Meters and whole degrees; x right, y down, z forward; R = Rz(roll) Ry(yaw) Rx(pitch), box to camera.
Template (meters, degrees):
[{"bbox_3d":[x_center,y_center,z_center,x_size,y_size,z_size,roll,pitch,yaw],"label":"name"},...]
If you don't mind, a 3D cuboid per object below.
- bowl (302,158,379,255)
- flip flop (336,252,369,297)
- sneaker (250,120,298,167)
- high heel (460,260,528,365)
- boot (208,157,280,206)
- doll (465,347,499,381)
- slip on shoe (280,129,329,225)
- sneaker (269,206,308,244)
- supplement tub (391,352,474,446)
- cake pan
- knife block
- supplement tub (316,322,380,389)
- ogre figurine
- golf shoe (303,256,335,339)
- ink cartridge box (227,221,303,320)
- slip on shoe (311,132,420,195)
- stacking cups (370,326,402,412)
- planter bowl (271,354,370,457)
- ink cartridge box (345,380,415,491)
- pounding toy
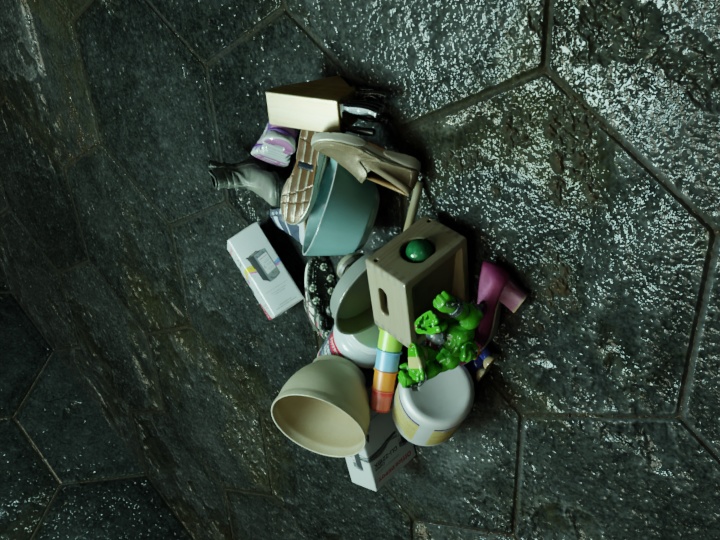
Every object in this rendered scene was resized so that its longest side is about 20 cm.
[{"bbox_3d":[-0.031,-0.110,1.538,0.103,0.204,0.202,18,143,-12],"label":"bowl"},{"bbox_3d":[0.000,0.000,1.582,0.057,0.199,0.082,40,96,26],"label":"flip flop"},{"bbox_3d":[-0.166,-0.272,1.658,0.079,0.090,0.200,17,169,-16],"label":"sneaker"},{"bbox_3d":[0.207,0.077,1.448,0.096,0.067,0.201,40,117,9],"label":"high heel"},{"bbox_3d":[-0.245,-0.181,1.706,0.200,0.128,0.069,-131,39,-55],"label":"boot"},{"bbox_3d":[0.172,0.113,1.548,0.199,0.048,0.138,41,137,17],"label":"doll"},{"bbox_3d":[-0.100,-0.186,1.586,0.075,0.060,0.204,20,106,27],"label":"slip on shoe"},{"bbox_3d":[-0.135,-0.146,1.706,0.108,0.070,0.203,31,138,29],"label":"sneaker"},{"bbox_3d":[0.135,0.256,1.583,0.146,0.145,0.201,46,160,15],"label":"supplement tub"},{"bbox_3d":[0.020,0.034,1.548,0.037,0.198,0.202,44,142,29],"label":"cake pan"},{"bbox_3d":[-0.054,-0.280,1.440,0.176,0.196,0.065,-122,23,-55],"label":"knife block"},{"bbox_3d":[-0.004,0.161,1.710,0.141,0.139,0.201,47,142,14],"label":"supplement tub"},{"bbox_3d":[0.144,0.116,1.400,0.098,0.118,0.204,31,119,50],"label":"ogre figurine"},{"bbox_3d":[-0.100,0.056,1.806,0.087,0.076,0.203,25,132,46],"label":"golf shoe"},{"bbox_3d":[-0.220,0.005,1.860,0.202,0.085,0.148,57,168,0],"label":"ink cartridge box"},{"bbox_3d":[0.006,-0.186,1.427,0.196,0.062,0.076,17,171,-9],"label":"slip on shoe"},{"bbox_3d":[0.057,0.173,1.585,0.060,0.060,0.204,15,103,42],"label":"stacking cups"},{"bbox_3d":[-0.063,0.257,1.626,0.196,0.136,0.202,14,139,13],"label":"planter bowl"},{"bbox_3d":[0.031,0.357,1.802,0.083,0.143,0.203,10,123,44],"label":"ink cartridge box"},{"bbox_3d":[0.098,-0.012,1.452,0.141,0.183,0.202,32,146,37],"label":"pounding toy"}]
